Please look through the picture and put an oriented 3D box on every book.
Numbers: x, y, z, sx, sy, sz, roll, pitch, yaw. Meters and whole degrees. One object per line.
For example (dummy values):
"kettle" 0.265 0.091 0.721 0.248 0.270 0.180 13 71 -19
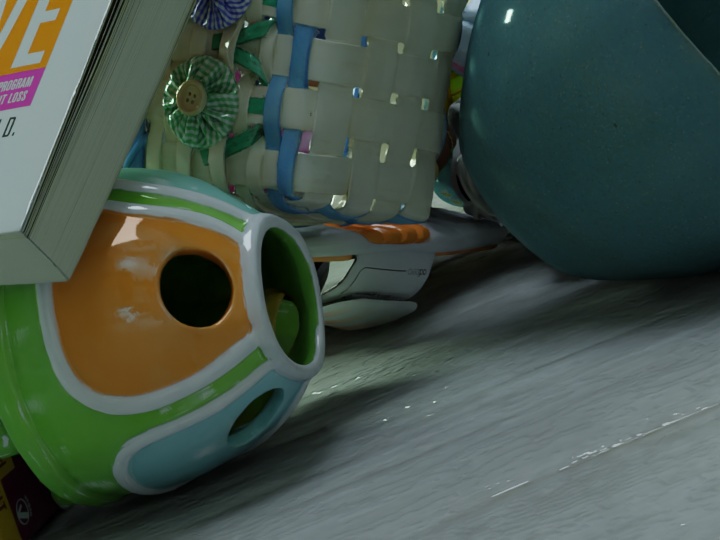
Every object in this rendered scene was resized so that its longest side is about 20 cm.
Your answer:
"book" -0.144 -0.081 0.850 0.133 0.048 0.201 -5 52 32

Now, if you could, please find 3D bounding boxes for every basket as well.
"basket" -0.051 -0.103 0.958 0.138 0.178 0.199 7 2 -39

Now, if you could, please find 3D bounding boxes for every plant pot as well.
"plant pot" 0.120 -0.074 0.915 0.135 0.200 0.200 -42 -1 27

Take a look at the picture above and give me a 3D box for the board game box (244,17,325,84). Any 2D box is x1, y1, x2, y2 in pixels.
"board game box" -0.037 -0.144 1.237 0.199 0.035 0.135 -31 6 38

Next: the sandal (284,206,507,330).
"sandal" 0.007 0.001 1.064 0.079 0.060 0.206 12 10 40

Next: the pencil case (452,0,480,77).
"pencil case" 0.098 -0.192 1.083 0.201 0.083 0.091 -65 10 -9

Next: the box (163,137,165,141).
"box" -0.135 -0.110 1.142 0.041 0.202 0.156 1 24 -18

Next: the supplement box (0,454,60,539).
"supplement box" -0.187 0.051 0.945 0.102 0.132 0.200 -16 11 16

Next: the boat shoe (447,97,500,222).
"boat shoe" 0.079 -0.055 1.088 0.065 0.072 0.200 -18 26 4

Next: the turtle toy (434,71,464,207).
"turtle toy" 0.107 -0.098 1.249 0.198 0.102 0.146 -18 9 13

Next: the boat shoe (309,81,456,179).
"boat shoe" 0.005 -0.092 1.131 0.068 0.072 0.200 -44 21 -8

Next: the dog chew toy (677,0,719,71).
"dog chew toy" 0.173 -0.144 1.044 0.123 0.202 0.125 0 11 0

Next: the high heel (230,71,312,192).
"high heel" -0.098 -0.072 1.131 0.095 0.068 0.200 -19 37 -30

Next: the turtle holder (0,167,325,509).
"turtle holder" -0.081 0.034 0.874 0.131 0.186 0.142 -12 51 17

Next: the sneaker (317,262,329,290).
"sneaker" -0.062 -0.002 1.160 0.078 0.080 0.200 23 25 -7
